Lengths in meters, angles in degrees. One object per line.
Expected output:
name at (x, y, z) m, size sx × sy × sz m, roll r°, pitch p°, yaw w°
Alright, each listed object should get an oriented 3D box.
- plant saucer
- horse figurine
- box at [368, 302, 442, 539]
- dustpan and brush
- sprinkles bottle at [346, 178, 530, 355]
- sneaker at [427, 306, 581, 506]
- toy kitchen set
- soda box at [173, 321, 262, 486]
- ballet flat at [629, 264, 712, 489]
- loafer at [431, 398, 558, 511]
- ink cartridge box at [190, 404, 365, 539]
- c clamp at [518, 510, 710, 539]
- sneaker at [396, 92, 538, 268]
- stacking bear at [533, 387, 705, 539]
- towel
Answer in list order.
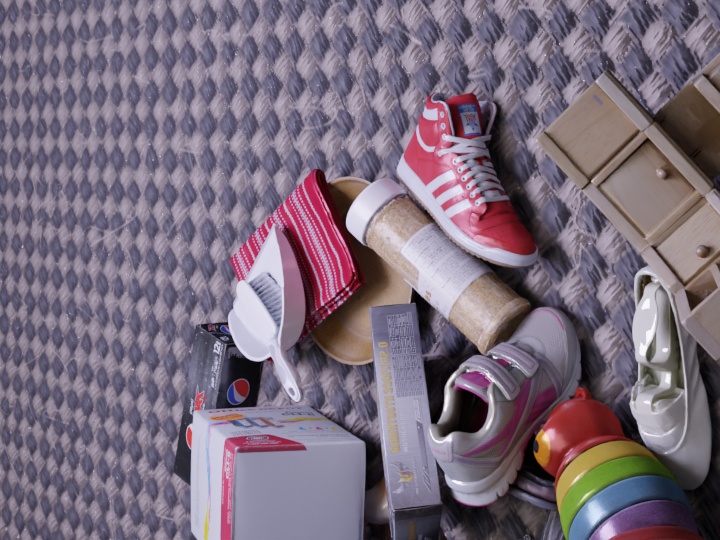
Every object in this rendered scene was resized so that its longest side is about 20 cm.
plant saucer at (0.000, 0.000, 1.409) m, size 0.199 × 0.035 × 0.202 m, roll 4°, pitch 95°, yaw 49°
horse figurine at (0.034, 0.264, 1.377) m, size 0.200 × 0.050 × 0.133 m, roll -51°, pitch 53°, yaw 40°
box at (0.043, 0.155, 1.265) m, size 0.159 × 0.048 × 0.202 m, roll 84°, pitch 180°, yaw -65°
dustpan and brush at (-0.094, 0.063, 1.415) m, size 0.201 × 0.057 × 0.140 m, roll 55°, pitch 130°, yaw 32°
sprinkles bottle at (0.074, -0.006, 1.271) m, size 0.200 × 0.068 × 0.069 m, roll 43°, pitch 124°, yaw 24°
sneaker at (0.130, 0.108, 1.174) m, size 0.081 × 0.088 × 0.201 m, roll 10°, pitch 59°, yaw 43°
toy kitchen set at (0.253, -0.078, 0.973) m, size 0.163 × 0.180 × 0.200 m, roll -44°, pitch 89°, yaw 15°
soda box at (-0.174, 0.168, 1.599) m, size 0.071 × 0.063 × 0.202 m, roll 27°, pitch 112°, yaw 45°
ballet flat at (0.254, 0.088, 1.103) m, size 0.069 × 0.069 × 0.202 m, roll 0°, pitch 93°, yaw 48°
loafer at (0.133, 0.162, 1.237) m, size 0.200 × 0.071 × 0.064 m, roll 29°, pitch 101°, yaw 56°
ink cartridge box at (-0.094, 0.235, 1.408) m, size 0.200 × 0.144 × 0.146 m, roll -166°, pitch 77°, yaw -69°
c clamp at (0.219, 0.269, 1.169) m, size 0.199 × 0.027 × 0.172 m, roll 19°, pitch 89°, yaw 45°
sneaker at (0.112, -0.095, 1.248) m, size 0.200 × 0.071 × 0.113 m, roll 46°, pitch 128°, yaw 39°
stacking bear at (0.208, 0.189, 1.097) m, size 0.201 × 0.113 × 0.122 m, roll -112°, pitch 20°, yaw -49°
towel at (-0.075, -0.003, 1.453) m, size 0.200 × 0.022 × 0.146 m, roll -42°, pitch 61°, yaw 43°
